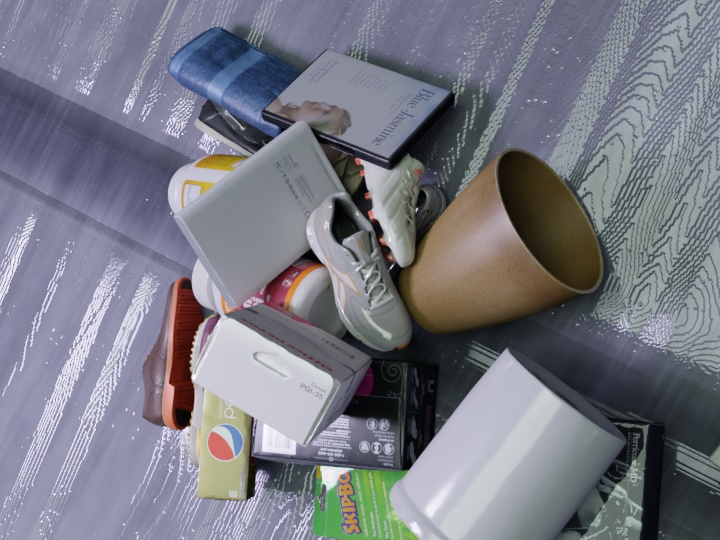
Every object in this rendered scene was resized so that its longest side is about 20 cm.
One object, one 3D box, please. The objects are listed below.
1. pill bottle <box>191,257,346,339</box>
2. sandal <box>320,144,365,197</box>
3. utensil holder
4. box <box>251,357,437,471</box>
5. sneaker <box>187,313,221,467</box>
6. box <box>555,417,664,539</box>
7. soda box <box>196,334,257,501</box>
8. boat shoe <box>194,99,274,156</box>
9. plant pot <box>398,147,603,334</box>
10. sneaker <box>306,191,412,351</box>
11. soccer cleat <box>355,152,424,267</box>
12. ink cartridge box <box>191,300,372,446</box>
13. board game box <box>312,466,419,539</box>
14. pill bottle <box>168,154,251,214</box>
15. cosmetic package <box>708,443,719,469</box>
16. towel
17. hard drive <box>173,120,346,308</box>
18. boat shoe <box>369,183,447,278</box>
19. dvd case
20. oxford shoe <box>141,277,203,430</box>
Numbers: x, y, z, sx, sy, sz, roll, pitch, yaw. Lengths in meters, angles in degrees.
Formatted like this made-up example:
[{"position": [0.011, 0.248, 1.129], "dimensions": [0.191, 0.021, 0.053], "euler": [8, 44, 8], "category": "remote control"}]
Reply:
[{"position": [-0.113, 0.028, 1.562], "dimensions": [0.199, 0.109, 0.110], "euler": [17, 91, 39], "category": "pill bottle"}, {"position": [-0.014, -0.167, 1.593], "dimensions": [0.080, 0.054, 0.201], "euler": [8, 73, 18], "category": "sandal"}, {"position": [0.156, 0.207, 1.299], "dimensions": [0.170, 0.170, 0.200], "euler": [40, 97, 22], "category": "utensil holder"}, {"position": [-0.017, 0.171, 1.518], "dimensions": [0.199, 0.115, 0.133], "euler": [2, 86, 24], "category": "box"}, {"position": [-0.169, 0.157, 1.615], "dimensions": [0.090, 0.075, 0.201], "euler": [2, 91, 15], "category": "sneaker"}, {"position": [0.238, 0.261, 1.403], "dimensions": [0.181, 0.104, 0.201], "euler": [2, 85, 23], "category": "box"}, {"position": [-0.159, 0.179, 1.540], "dimensions": [0.064, 0.068, 0.201], "euler": [2, 85, 5], "category": "soda box"}, {"position": [-0.131, -0.174, 1.630], "dimensions": [0.200, 0.072, 0.068], "euler": [34, 97, 26], "category": "boat shoe"}, {"position": [0.145, -0.011, 1.447], "dimensions": [0.200, 0.186, 0.187], "euler": [-34, 72, 32], "category": "plant pot"}, {"position": [0.000, 0.000, 1.440], "dimensions": [0.076, 0.092, 0.200], "euler": [-26, 76, -19], "category": "sneaker"}, {"position": [0.044, -0.095, 1.481], "dimensions": [0.077, 0.069, 0.201], "euler": [-17, 55, 5], "category": "soccer cleat"}, {"position": [-0.082, 0.107, 1.365], "dimensions": [0.146, 0.200, 0.083], "euler": [29, 98, 8], "category": "ink cartridge box"}, {"position": [0.037, 0.288, 1.529], "dimensions": [0.199, 0.030, 0.096], "euler": [3, 85, 21], "category": "board game box"}, {"position": [-0.163, -0.090, 1.580], "dimensions": [0.200, 0.111, 0.112], "euler": [12, 89, 54], "category": "pill bottle"}, {"position": [0.480, 0.222, 1.314], "dimensions": [0.200, 0.090, 0.107], "euler": [43, 101, 24], "category": "cosmetic package"}, {"position": [-0.147, -0.248, 1.626], "dimensions": [0.200, 0.112, 0.049], "euler": [32, 142, 20], "category": "towel"}, {"position": [-0.110, -0.067, 1.479], "dimensions": [0.200, 0.132, 0.027], "euler": [-41, 24, -24], "category": "hard drive"}, {"position": [0.022, -0.032, 1.547], "dimensions": [0.071, 0.069, 0.200], "euler": [44, 103, 18], "category": "boat shoe"}, {"position": [-0.004, -0.202, 1.533], "dimensions": [0.199, 0.018, 0.143], "euler": [24, 55, 28], "category": "dvd case"}, {"position": [-0.258, 0.108, 1.655], "dimensions": [0.072, 0.071, 0.201], "euler": [4, 86, 29], "category": "oxford shoe"}]
